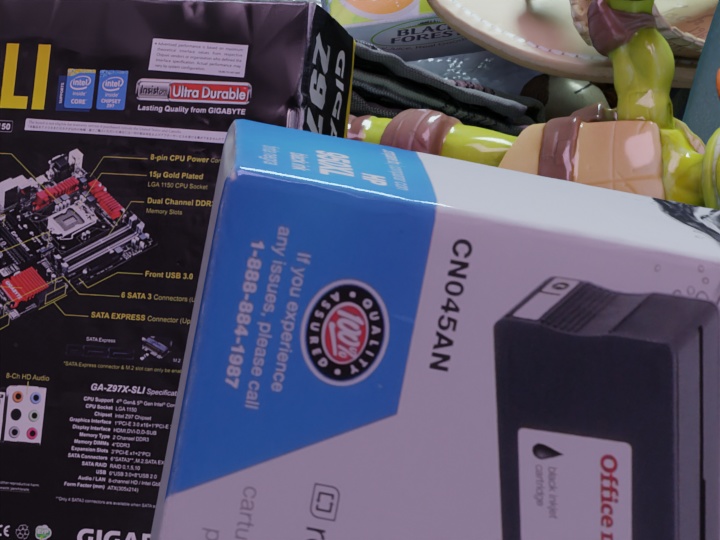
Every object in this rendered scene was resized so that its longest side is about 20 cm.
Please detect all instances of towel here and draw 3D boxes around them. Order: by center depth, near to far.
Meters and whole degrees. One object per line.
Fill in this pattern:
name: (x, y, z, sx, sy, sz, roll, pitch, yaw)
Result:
towel: (-0.047, -0.075, 0.957, 0.199, 0.192, 0.035, 11, 83, 50)

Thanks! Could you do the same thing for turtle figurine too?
turtle figurine: (0.053, -0.028, 0.750, 0.160, 0.201, 0.064, -6, -5, 25)

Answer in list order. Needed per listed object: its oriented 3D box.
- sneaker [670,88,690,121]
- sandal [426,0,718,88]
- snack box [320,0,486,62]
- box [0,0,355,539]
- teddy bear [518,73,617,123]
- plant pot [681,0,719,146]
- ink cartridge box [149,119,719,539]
sneaker: (0.122, -0.002, 0.894, 0.073, 0.081, 0.201, 9, 60, 2)
sandal: (0.111, -0.097, 0.899, 0.211, 0.070, 0.078, 27, 49, 32)
snack box: (0.077, -0.159, 1.019, 0.199, 0.053, 0.143, -8, 75, -3)
box: (-0.107, 0.007, 0.742, 0.199, 0.049, 0.161, 3, 80, 15)
teddy bear: (0.131, -0.060, 1.016, 0.199, 0.067, 0.145, -9, 37, -2)
plant pot: (0.180, -0.041, 0.766, 0.201, 0.141, 0.141, -61, 34, 5)
ink cartridge box: (0.053, 0.057, 0.643, 0.199, 0.146, 0.084, 10, 9, -5)
